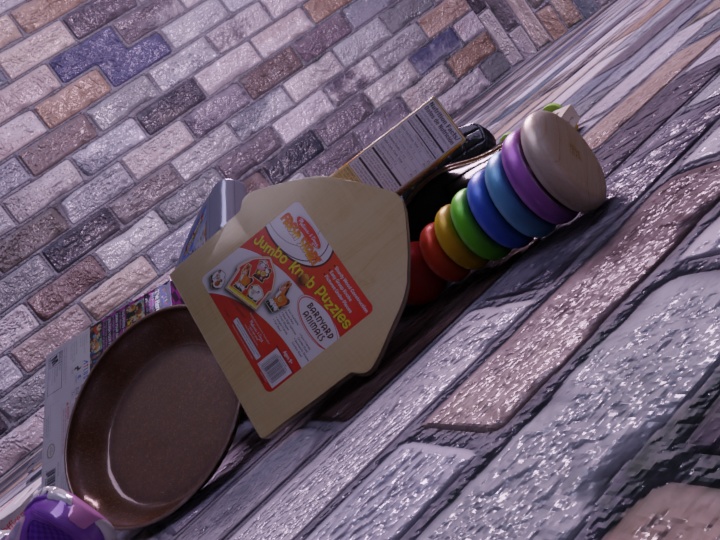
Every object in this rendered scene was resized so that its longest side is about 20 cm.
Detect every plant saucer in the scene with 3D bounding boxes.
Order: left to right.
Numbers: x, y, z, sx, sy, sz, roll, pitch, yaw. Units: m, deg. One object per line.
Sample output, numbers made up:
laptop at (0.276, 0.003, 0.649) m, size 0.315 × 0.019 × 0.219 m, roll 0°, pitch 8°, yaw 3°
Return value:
plant saucer at (-0.174, 0.128, 0.711) m, size 0.199 × 0.037 × 0.202 m, roll -17°, pitch 55°, yaw 25°

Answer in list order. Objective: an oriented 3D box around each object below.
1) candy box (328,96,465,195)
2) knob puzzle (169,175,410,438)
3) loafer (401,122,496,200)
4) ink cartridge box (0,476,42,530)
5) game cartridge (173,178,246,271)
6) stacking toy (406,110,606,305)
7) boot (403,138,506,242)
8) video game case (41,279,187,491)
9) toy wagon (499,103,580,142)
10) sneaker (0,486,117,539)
candy box at (-0.001, -0.075, 0.780) m, size 0.199 × 0.055 × 0.115 m, roll -39°, pitch 2°, yaw -9°
knob puzzle at (-0.040, 0.009, 0.671) m, size 0.219 × 0.221 × 0.030 m, roll -36°, pitch -28°, yaw 4°
loafer at (0.089, -0.090, 0.910) m, size 0.072 × 0.073 × 0.200 m, roll 10°, pitch -34°, yaw -33°
ink cartridge box at (-0.398, 0.310, 0.872) m, size 0.199 × 0.068 × 0.117 m, roll -37°, pitch 7°, yaw 8°
game cartridge at (-0.188, -0.009, 0.986) m, size 0.201 × 0.041 × 0.134 m, roll -54°, pitch 36°, yaw 39°
stacking toy at (0.095, -0.037, 0.656) m, size 0.200 × 0.086 × 0.085 m, roll -38°, pitch 5°, yaw 37°
boot at (0.112, -0.066, 0.768) m, size 0.199 × 0.078 × 0.138 m, roll -37°, pitch 12°, yaw 9°
video game case at (-0.239, 0.133, 0.800) m, size 0.180 × 0.036 × 0.201 m, roll -30°, pitch 50°, yaw 17°
toy wagon at (0.179, -0.137, 1.010) m, size 0.199 × 0.040 × 0.155 m, roll -33°, pitch 8°, yaw 38°
sneaker at (-0.273, 0.248, 0.660) m, size 0.200 × 0.080 × 0.089 m, roll -38°, pitch 12°, yaw 35°
